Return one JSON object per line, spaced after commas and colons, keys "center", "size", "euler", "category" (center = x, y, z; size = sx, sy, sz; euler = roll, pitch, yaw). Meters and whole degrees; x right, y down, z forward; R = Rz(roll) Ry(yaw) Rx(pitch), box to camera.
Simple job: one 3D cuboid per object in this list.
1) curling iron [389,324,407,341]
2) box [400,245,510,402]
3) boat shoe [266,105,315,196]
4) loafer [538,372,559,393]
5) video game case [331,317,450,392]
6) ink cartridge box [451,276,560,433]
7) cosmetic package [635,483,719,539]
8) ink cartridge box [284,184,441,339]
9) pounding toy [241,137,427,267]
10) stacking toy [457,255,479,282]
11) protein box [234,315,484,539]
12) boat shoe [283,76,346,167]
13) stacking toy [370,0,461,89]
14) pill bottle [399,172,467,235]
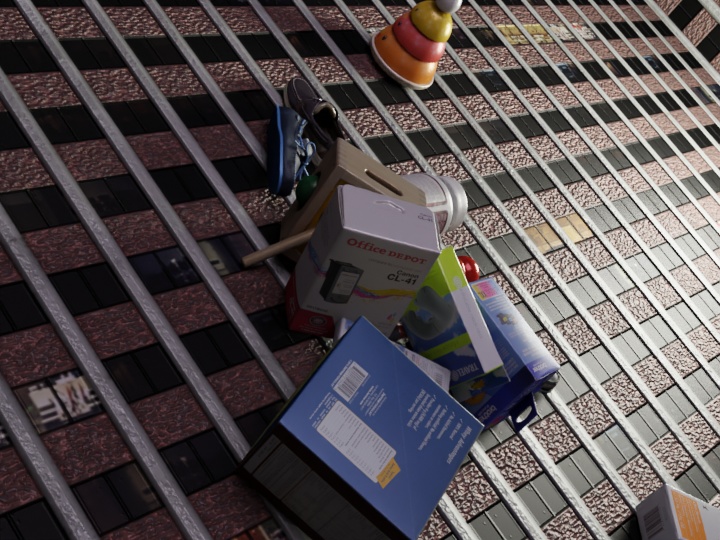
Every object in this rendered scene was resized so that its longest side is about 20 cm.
{"center": [0.042, 0.087, 1.665], "size": [0.049, 0.026, 0.199], "euler": [29, 33, 28], "category": "curling iron"}
{"center": [0.119, 0.083, 1.623], "size": [0.047, 0.121, 0.203], "euler": [-18, 82, -41], "category": "box"}
{"center": [-0.101, -0.186, 1.762], "size": [0.068, 0.085, 0.202], "euler": [15, 44, -16], "category": "boat shoe"}
{"center": [0.235, 0.110, 1.795], "size": [0.199, 0.063, 0.072], "euler": [39, 35, -5], "category": "loafer"}
{"center": [0.032, 0.183, 1.517], "size": [0.180, 0.022, 0.203], "euler": [27, 51, -21], "category": "video game case"}
{"center": [0.189, 0.131, 1.663], "size": [0.076, 0.137, 0.201], "euler": [-17, 64, -49], "category": "ink cartridge box"}
{"center": [0.513, 0.409, 1.741], "size": [0.198, 0.071, 0.102], "euler": [26, 37, -23], "category": "cosmetic package"}
{"center": [0.000, 0.000, 1.545], "size": [0.145, 0.201, 0.087], "euler": [13, 44, -19], "category": "ink cartridge box"}
{"center": [-0.035, -0.060, 1.630], "size": [0.198, 0.185, 0.143], "euler": [30, 24, -16], "category": "pounding toy"}
{"center": [0.117, 0.001, 1.787], "size": [0.198, 0.085, 0.086], "euler": [-1, 52, -50], "category": "stacking toy"}
{"center": [0.001, 0.207, 1.363], "size": [0.199, 0.135, 0.199], "euler": [41, 47, -1], "category": "protein box"}
{"center": [-0.066, -0.245, 1.877], "size": [0.071, 0.065, 0.202], "euler": [8, 46, -37], "category": "boat shoe"}
{"center": [0.123, -0.452, 2.169], "size": [0.145, 0.200, 0.147], "euler": [26, 37, -21], "category": "stacking toy"}
{"center": [0.075, -0.095, 1.816], "size": [0.198, 0.110, 0.110], "euler": [-11, 60, -50], "category": "pill bottle"}
